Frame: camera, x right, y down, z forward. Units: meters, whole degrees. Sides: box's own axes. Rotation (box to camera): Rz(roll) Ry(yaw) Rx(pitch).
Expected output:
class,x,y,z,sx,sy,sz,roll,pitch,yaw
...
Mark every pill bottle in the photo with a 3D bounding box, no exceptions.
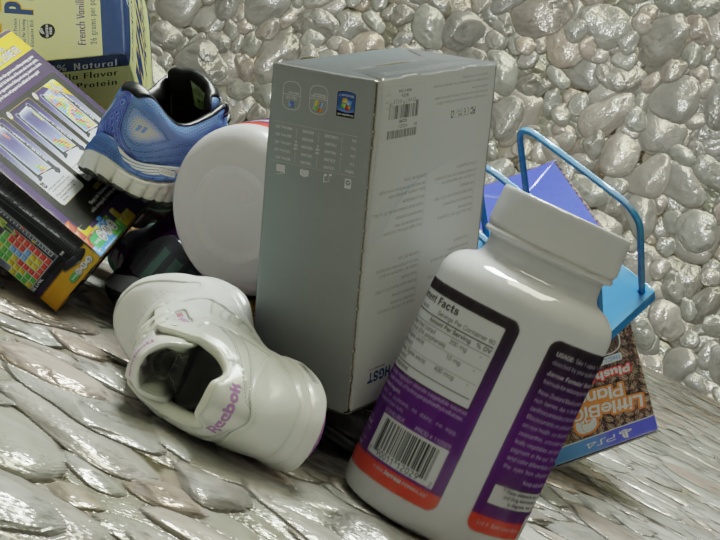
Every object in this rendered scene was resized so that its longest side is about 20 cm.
class,x,y,z,sx,sy,sz,roll,pitch,yaw
pill bottle,-0.031,-0.054,1.167,0.112,0.113,0.200,27,24,24
pill bottle,0.080,0.057,1.000,0.111,0.201,0.111,25,5,-2

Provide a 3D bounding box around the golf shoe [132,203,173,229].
class,x,y,z,sx,sy,sz,roll,pitch,yaw
golf shoe,-0.181,-0.058,1.349,0.199,0.077,0.088,14,-30,27

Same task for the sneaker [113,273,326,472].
class,x,y,z,sx,sy,sz,roll,pitch,yaw
sneaker,-0.100,0.043,0.979,0.099,0.075,0.200,23,5,-39

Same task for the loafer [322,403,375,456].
class,x,y,z,sx,sy,sz,roll,pitch,yaw
loafer,0.029,0.093,1.124,0.199,0.073,0.073,21,8,-36

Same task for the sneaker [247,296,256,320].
class,x,y,z,sx,sy,sz,roll,pitch,yaw
sneaker,-0.059,0.045,1.178,0.090,0.075,0.200,35,9,37

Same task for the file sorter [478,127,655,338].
class,x,y,z,sx,sy,sz,roll,pitch,yaw
file sorter,0.101,0.013,1.262,0.139,0.200,0.123,41,-19,29

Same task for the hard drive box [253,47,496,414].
class,x,y,z,sx,sy,sz,roll,pitch,yaw
hard drive box,0.010,-0.030,1.053,0.076,0.201,0.156,12,15,29

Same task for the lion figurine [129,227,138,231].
class,x,y,z,sx,sy,sz,roll,pitch,yaw
lion figurine,-0.098,0.011,1.381,0.122,0.073,0.200,-2,29,-44

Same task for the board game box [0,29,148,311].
class,x,y,z,sx,sy,sz,roll,pitch,yaw
board game box,-0.229,-0.075,1.178,0.165,0.057,0.200,40,20,-6

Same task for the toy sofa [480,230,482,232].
class,x,y,z,sx,sy,sz,roll,pitch,yaw
toy sofa,0.000,0.000,1.338,0.199,0.083,0.098,-9,55,-35

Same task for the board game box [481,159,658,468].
class,x,y,z,sx,sy,sz,roll,pitch,yaw
board game box,0.167,0.035,1.459,0.160,0.096,0.201,-110,-179,-63

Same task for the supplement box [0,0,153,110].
class,x,y,z,sx,sy,sz,roll,pitch,yaw
supplement box,-0.276,-0.184,1.379,0.199,0.135,0.200,-5,-18,-1

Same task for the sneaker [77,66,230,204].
class,x,y,z,sx,sy,sz,roll,pitch,yaw
sneaker,-0.109,-0.091,1.199,0.078,0.090,0.200,27,11,28

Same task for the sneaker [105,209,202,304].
class,x,y,z,sx,sy,sz,roll,pitch,yaw
sneaker,-0.134,-0.011,1.249,0.074,0.088,0.200,41,4,-14
